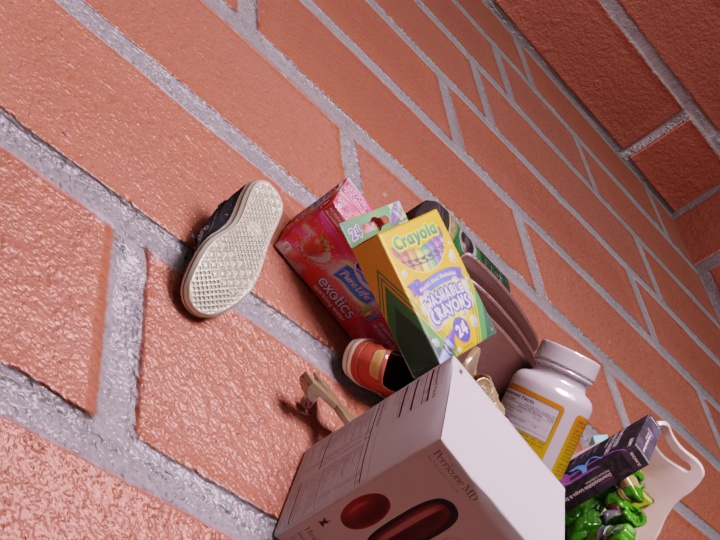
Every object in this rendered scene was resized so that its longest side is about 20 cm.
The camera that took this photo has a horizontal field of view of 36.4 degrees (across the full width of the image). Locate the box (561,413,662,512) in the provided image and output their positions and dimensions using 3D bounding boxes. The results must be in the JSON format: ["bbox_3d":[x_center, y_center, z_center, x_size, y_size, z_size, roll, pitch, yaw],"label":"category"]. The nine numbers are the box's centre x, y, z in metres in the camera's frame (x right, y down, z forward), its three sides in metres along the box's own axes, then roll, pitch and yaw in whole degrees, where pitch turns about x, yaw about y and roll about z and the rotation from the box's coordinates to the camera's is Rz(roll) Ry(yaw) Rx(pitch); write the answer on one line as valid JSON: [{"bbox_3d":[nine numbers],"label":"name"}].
[{"bbox_3d":[0.310,0.273,1.481,0.036,0.199,0.143,56,23,4],"label":"box"}]

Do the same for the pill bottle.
[{"bbox_3d":[0.228,0.196,1.400,0.110,0.201,0.111,26,-3,1],"label":"pill bottle"}]

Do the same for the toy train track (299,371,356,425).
[{"bbox_3d":[-0.010,0.179,1.193,0.200,0.033,0.115,47,1,-37],"label":"toy train track"}]

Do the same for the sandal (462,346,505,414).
[{"bbox_3d":[0.143,0.161,1.327,0.069,0.078,0.212,31,-24,11],"label":"sandal"}]

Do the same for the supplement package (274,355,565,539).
[{"bbox_3d":[0.063,0.233,1.053,0.192,0.199,0.147,49,24,-13],"label":"supplement package"}]

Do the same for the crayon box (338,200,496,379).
[{"bbox_3d":[0.070,0.011,1.298,0.125,0.051,0.201,-24,87,-49],"label":"crayon box"}]

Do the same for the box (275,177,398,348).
[{"bbox_3d":[0.000,0.000,1.362,0.200,0.099,0.096,51,23,-12],"label":"box"}]

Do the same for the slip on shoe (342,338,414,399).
[{"bbox_3d":[0.059,0.129,1.324,0.199,0.061,0.075,26,79,-50],"label":"slip on shoe"}]

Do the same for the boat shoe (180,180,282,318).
[{"bbox_3d":[-0.143,-0.020,1.162,0.075,0.062,0.201,50,39,-25],"label":"boat shoe"}]

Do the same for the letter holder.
[{"bbox_3d":[0.171,0.093,1.466,0.200,0.142,0.101,49,-5,-27],"label":"letter holder"}]

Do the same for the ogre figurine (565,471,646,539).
[{"bbox_3d":[0.343,0.351,1.548,0.098,0.120,0.201,41,25,-20],"label":"ogre figurine"}]

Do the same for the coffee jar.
[{"bbox_3d":[0.140,-0.010,1.665,0.200,0.085,0.105,47,28,-23],"label":"coffee jar"}]

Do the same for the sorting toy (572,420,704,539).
[{"bbox_3d":[0.419,0.310,1.672,0.200,0.179,0.107,49,24,-16],"label":"sorting toy"}]
